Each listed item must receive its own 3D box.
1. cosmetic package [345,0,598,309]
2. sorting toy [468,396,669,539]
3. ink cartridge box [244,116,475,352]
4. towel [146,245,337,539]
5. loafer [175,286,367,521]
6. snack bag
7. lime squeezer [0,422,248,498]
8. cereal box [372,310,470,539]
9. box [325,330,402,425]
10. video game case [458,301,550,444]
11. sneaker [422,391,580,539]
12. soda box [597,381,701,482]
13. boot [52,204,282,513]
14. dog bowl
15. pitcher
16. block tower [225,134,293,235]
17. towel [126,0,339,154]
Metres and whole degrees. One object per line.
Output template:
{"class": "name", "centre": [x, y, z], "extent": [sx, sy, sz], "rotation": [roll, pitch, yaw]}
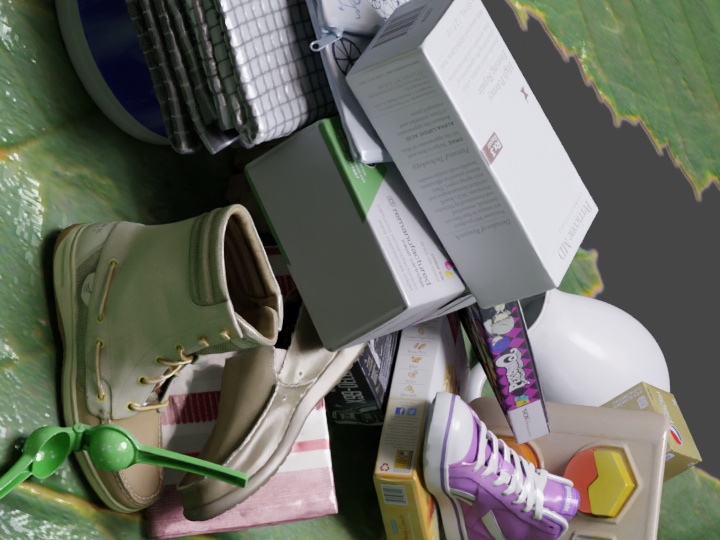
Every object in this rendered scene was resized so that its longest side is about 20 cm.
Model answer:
{"class": "cosmetic package", "centre": [0.080, -0.086, 1.502], "extent": [0.201, 0.074, 0.102], "rotation": [56, 39, -20]}
{"class": "sorting toy", "centre": [0.156, 0.207, 1.796], "extent": [0.036, 0.184, 0.202], "rotation": [28, 69, -59]}
{"class": "ink cartridge box", "centre": [0.028, -0.038, 1.563], "extent": [0.200, 0.084, 0.146], "rotation": [-16, 79, -56]}
{"class": "towel", "centre": [-0.095, 0.085, 1.563], "extent": [0.143, 0.023, 0.202], "rotation": [-4, 83, -24]}
{"class": "loafer", "centre": [-0.073, 0.091, 1.520], "extent": [0.067, 0.076, 0.200], "rotation": [46, 56, -14]}
{"class": "snack bag", "centre": [0.025, -0.165, 1.542], "extent": [0.188, 0.021, 0.202], "rotation": [-1, 72, -54]}
{"class": "lime squeezer", "centre": [-0.175, 0.125, 1.422], "extent": [0.198, 0.071, 0.038], "rotation": [-5, 113, -23]}
{"class": "cereal box", "centre": [0.052, 0.124, 1.767], "extent": [0.144, 0.039, 0.201], "rotation": [76, 21, -51]}
{"class": "box", "centre": [0.000, 0.000, 1.709], "extent": [0.158, 0.049, 0.201], "rotation": [65, 31, -61]}
{"class": "video game case", "centre": [0.096, 0.013, 1.793], "extent": [0.201, 0.036, 0.182], "rotation": [-113, -177, -47]}
{"class": "sneaker", "centre": [0.114, 0.157, 1.708], "extent": [0.201, 0.113, 0.073], "rotation": [67, 30, -58]}
{"class": "soda box", "centre": [0.185, 0.176, 1.859], "extent": [0.064, 0.199, 0.068], "rotation": [22, 40, -54]}
{"class": "boot", "centre": [-0.123, 0.061, 1.458], "extent": [0.072, 0.154, 0.202], "rotation": [-12, 94, -59]}
{"class": "dog bowl", "centre": [-0.131, -0.197, 1.589], "extent": [0.200, 0.078, 0.202], "rotation": [21, 65, -53]}
{"class": "pitcher", "centre": [0.182, 0.097, 1.977], "extent": [0.200, 0.121, 0.172], "rotation": [37, 71, -34]}
{"class": "block tower", "centre": [-0.054, -0.123, 1.710], "extent": [0.058, 0.054, 0.201], "rotation": [46, 45, -43]}
{"class": "towel", "centre": [-0.087, -0.187, 1.508], "extent": [0.165, 0.085, 0.202], "rotation": [-30, 105, -57]}
